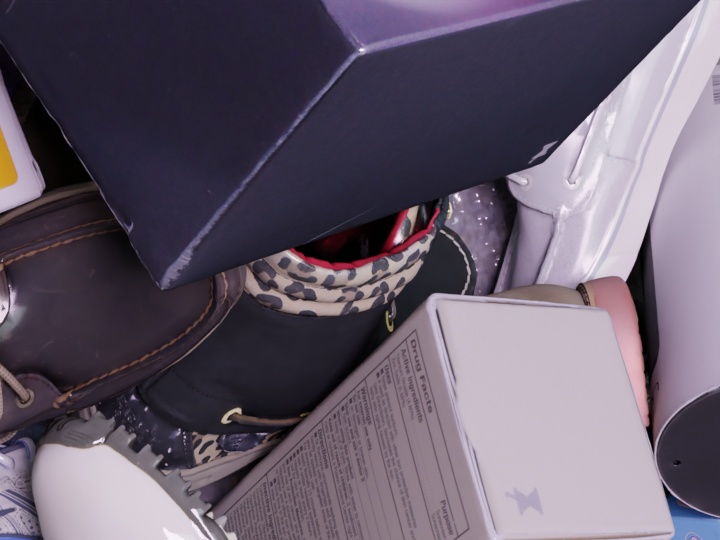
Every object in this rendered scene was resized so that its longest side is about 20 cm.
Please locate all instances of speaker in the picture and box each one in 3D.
[{"bbox_3d":[0.156,0.005,0.914,0.081,0.081,0.200,34,36,-25],"label":"speaker"}]

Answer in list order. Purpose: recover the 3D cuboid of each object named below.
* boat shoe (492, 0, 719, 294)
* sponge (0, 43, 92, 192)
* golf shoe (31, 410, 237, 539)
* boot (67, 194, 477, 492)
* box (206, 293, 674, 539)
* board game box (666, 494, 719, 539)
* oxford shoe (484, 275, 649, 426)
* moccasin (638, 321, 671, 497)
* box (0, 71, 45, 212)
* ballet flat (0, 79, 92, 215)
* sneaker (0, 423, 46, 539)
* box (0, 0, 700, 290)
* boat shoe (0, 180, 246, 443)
[{"bbox_3d":[0.091,-0.053,0.927,0.068,0.072,0.200,24,95,-21],"label":"boat shoe"},{"bbox_3d":[-0.171,-0.033,0.804,0.200,0.030,0.112,9,82,-31],"label":"sponge"},{"bbox_3d":[-0.073,0.147,0.747,0.088,0.077,0.200,-26,98,-36],"label":"golf shoe"},{"bbox_3d":[0.000,0.001,0.818,0.204,0.154,0.073,-25,73,-43],"label":"boot"},{"bbox_3d":[0.017,0.096,0.801,0.078,0.200,0.095,4,59,-31],"label":"box"},{"bbox_3d":[0.205,0.139,0.973,0.200,0.040,0.153,-26,109,-47],"label":"board game box"},{"bbox_3d":[0.076,0.103,0.870,0.074,0.071,0.200,-2,77,-4],"label":"oxford shoe"},{"bbox_3d":[0.105,0.066,0.943,0.200,0.068,0.080,-39,106,-27],"label":"moccasin"},{"bbox_3d":[-0.220,-0.038,0.698,0.200,0.101,0.113,-23,99,-30],"label":"box"},{"bbox_3d":[-0.095,-0.056,0.808,0.067,0.046,0.200,29,70,-26],"label":"ballet flat"},{"bbox_3d":[-0.146,0.095,0.793,0.200,0.077,0.085,13,74,-39],"label":"sneaker"},{"bbox_3d":[-0.019,-0.125,0.702,0.200,0.123,0.198,-21,71,-47],"label":"box"},{"bbox_3d":[-0.129,0.032,0.720,0.075,0.200,0.073,61,21,-18],"label":"boat shoe"}]
